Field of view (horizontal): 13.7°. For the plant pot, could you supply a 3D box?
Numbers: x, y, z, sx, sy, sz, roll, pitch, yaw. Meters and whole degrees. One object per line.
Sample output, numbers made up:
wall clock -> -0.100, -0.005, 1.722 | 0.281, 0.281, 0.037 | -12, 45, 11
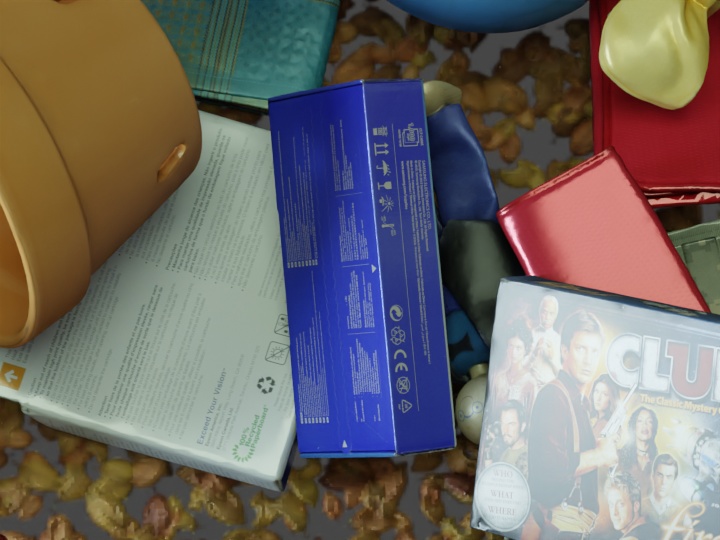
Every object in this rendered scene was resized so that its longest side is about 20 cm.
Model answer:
plant pot -> -0.180, -0.077, 1.614 | 0.140, 0.200, 0.200 | -32, 75, -26

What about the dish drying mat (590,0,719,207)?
dish drying mat -> 0.168, -0.108, 1.673 | 0.077, 0.018, 0.200 | -4, 43, 7

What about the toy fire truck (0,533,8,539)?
toy fire truck -> -0.173, 0.195, 1.556 | 0.168, 0.200, 0.112 | -13, 91, 14

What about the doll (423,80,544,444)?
doll -> 0.048, 0.004, 1.635 | 0.136, 0.048, 0.200 | -30, 67, 29

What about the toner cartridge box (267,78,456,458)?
toner cartridge box -> 0.000, 0.000, 1.620 | 0.043, 0.095, 0.201 | -5, 90, -34

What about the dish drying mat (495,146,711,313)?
dish drying mat -> 0.149, 0.037, 1.571 | 0.077, 0.018, 0.200 | -28, 78, 1

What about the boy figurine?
boy figurine -> 0.199, -0.173, 1.643 | 0.064, 0.124, 0.200 | 41, 59, -12

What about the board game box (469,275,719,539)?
board game box -> 0.150, 0.085, 1.512 | 0.200, 0.035, 0.136 | 11, 98, 38

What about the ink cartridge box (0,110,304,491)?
ink cartridge box -> -0.109, 0.006, 1.694 | 0.199, 0.041, 0.200 | 17, 74, 7

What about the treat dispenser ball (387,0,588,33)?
treat dispenser ball -> 0.072, -0.234, 1.676 | 0.200, 0.201, 0.201 | 0, 74, 1

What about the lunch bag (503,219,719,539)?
lunch bag -> 0.162, 0.069, 1.633 | 0.199, 0.118, 0.164 | -13, 72, 4

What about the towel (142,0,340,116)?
towel -> -0.078, -0.191, 1.761 | 0.146, 0.022, 0.201 | 11, 73, 4
